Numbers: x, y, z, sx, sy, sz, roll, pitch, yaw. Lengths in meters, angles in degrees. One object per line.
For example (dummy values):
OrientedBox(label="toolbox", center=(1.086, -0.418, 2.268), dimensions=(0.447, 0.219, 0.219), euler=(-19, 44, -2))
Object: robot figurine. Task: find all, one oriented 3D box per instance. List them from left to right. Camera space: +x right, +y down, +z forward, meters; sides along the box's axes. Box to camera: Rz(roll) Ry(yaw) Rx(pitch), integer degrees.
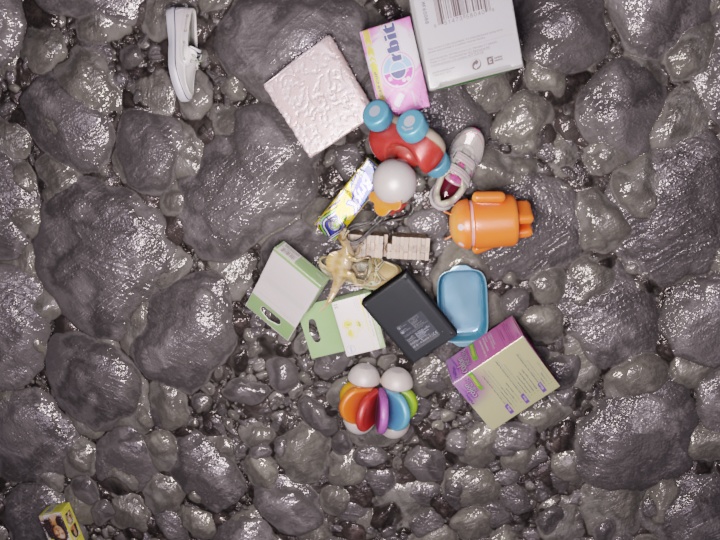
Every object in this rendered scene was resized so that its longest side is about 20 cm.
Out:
OrientedBox(label="robot figurine", center=(0.286, -0.107, 1.421), dimensions=(0.196, 0.144, 0.119), euler=(-4, 82, 6))

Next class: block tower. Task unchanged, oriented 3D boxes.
OrientedBox(label="block tower", center=(0.064, -0.060, 1.485), dimensions=(0.196, 0.058, 0.055), euler=(4, 105, 6))

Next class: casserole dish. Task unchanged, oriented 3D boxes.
OrientedBox(label="casserole dish", center=(0.244, 0.082, 1.513), dimensions=(0.118, 0.039, 0.204), euler=(-3, 103, 6))

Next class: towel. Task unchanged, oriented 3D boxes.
OrientedBox(label="towel", center=(-0.091, -0.388, 1.426), dimensions=(0.189, 0.032, 0.202), euler=(-31, 99, 13))

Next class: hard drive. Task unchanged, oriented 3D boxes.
OrientedBox(label="hard drive", center=(0.115, 0.110, 1.488), dimensions=(0.139, 0.033, 0.201), euler=(-34, 107, 22))

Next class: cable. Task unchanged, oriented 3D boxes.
OrientedBox(label="cable", center=(0.046, -0.124, 1.457), dimensions=(0.097, 0.050, 0.200), euler=(41, 92, -12))

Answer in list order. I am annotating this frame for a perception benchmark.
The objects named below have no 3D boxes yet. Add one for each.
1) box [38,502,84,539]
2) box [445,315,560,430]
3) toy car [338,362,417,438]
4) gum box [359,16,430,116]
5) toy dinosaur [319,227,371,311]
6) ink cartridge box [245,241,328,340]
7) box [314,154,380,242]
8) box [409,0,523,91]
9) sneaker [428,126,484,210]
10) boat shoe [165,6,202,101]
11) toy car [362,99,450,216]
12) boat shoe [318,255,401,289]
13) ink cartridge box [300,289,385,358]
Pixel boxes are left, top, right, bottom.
OrientedBox(label="box", center=(-0.830, 0.760, 1.782), dimensions=(0.074, 0.050, 0.204), euler=(-14, 103, 9))
OrientedBox(label="box", center=(0.336, 0.245, 1.499), dimensions=(0.199, 0.097, 0.176), euler=(-37, 112, 12))
OrientedBox(label="toy car", center=(0.042, 0.333, 1.539), dimensions=(0.196, 0.150, 0.179), euler=(6, 105, 3))
OrientedBox(label="gum box", center=(0.078, -0.433, 1.380), dimensions=(0.111, 0.066, 0.204), euler=(-14, 103, 8))
OrientedBox(label="toy dinosaur", center=(-0.033, 0.000, 1.440), dimensions=(0.099, 0.058, 0.204), euler=(13, 107, -3))
OrientedBox(label="ink cartridge box", center=(-0.180, 0.052, 1.523), dimensions=(0.145, 0.048, 0.201), euler=(38, 127, 7))
OrientedBox(label="box", center=(-0.020, -0.167, 1.456), dimensions=(0.064, 0.070, 0.201), euler=(38, 105, -7))
OrientedBox(label="box", center=(0.212, -0.490, 1.298), dimensions=(0.195, 0.172, 0.204), euler=(-12, 104, 8))
OrientedBox(label="sneaker", center=(0.220, -0.221, 1.410), dimensions=(0.080, 0.088, 0.203), euler=(23, 105, -1))
OrientedBox(label="boat shoe", center=(-0.387, -0.483, 1.405), dimensions=(0.065, 0.074, 0.204), euler=(-3, 104, 9))
OrientedBox(label="toy car", center=(0.068, -0.214, 1.326), dimensions=(0.175, 0.184, 0.202), euler=(25, 82, 31))
OrientedBox(label="boat shoe", center=(0.000, -0.003, 1.490), dimensions=(0.197, 0.063, 0.075), euler=(10, 75, 7))
OrientedBox(label="ink cartridge box", center=(-0.049, 0.138, 1.551), dimensions=(0.196, 0.048, 0.148), euler=(-15, 103, 6))
